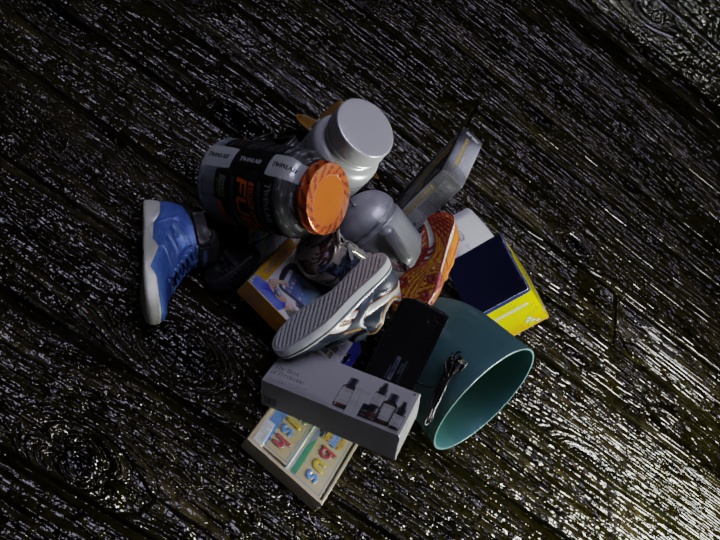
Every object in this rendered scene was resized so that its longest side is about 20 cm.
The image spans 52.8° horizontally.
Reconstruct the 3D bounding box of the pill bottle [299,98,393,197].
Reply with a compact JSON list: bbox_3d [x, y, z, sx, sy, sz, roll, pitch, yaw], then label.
[{"bbox_3d":[-0.041,-0.162,1.091,0.112,0.200,0.115,14,61,-27],"label":"pill bottle"}]

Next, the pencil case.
[{"bbox_3d":[0.000,0.000,1.076,0.199,0.089,0.079,24,63,-43],"label":"pencil case"}]

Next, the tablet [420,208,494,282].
[{"bbox_3d":[0.204,-0.049,1.431,0.131,0.014,0.199,51,42,9],"label":"tablet"}]

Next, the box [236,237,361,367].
[{"bbox_3d":[-0.072,0.061,1.059,0.200,0.041,0.119,44,43,-6],"label":"box"}]

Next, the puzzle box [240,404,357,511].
[{"bbox_3d":[-0.062,0.213,1.006,0.133,0.025,0.200,41,42,-3],"label":"puzzle box"}]

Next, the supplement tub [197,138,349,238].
[{"bbox_3d":[-0.121,-0.114,1.011,0.198,0.125,0.122,13,29,34],"label":"supplement tub"}]

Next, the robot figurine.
[{"bbox_3d":[0.036,-0.051,1.210,0.113,0.169,0.201,-43,108,-10],"label":"robot figurine"}]

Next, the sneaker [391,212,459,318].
[{"bbox_3d":[0.106,0.008,1.084,0.072,0.078,0.202,12,58,30],"label":"sneaker"}]

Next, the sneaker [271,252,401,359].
[{"bbox_3d":[-0.024,0.068,0.989,0.080,0.199,0.078,58,-11,-30],"label":"sneaker"}]

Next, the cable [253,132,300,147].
[{"bbox_3d":[-0.138,-0.186,1.149,0.097,0.198,0.051,-42,117,-29],"label":"cable"}]

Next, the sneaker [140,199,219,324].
[{"bbox_3d":[-0.247,-0.014,1.006,0.109,0.077,0.202,3,48,-19],"label":"sneaker"}]

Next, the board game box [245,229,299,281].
[{"bbox_3d":[-0.110,-0.039,1.138,0.133,0.034,0.203,14,61,-28],"label":"board game box"}]

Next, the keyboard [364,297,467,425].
[{"bbox_3d":[0.069,0.147,1.000,0.126,0.202,0.021,27,0,24],"label":"keyboard"}]

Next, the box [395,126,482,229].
[{"bbox_3d":[0.124,-0.147,1.310,0.048,0.200,0.159,39,43,-8],"label":"box"}]

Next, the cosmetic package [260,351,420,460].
[{"bbox_3d":[-0.027,0.169,0.959,0.197,0.051,0.083,19,37,16],"label":"cosmetic package"}]

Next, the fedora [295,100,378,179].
[{"bbox_3d":[-0.024,-0.248,1.312,0.199,0.082,0.201,36,12,-9],"label":"fedora"}]

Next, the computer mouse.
[{"bbox_3d":[-0.145,-0.035,1.067,0.059,0.199,0.034,44,-11,48],"label":"computer mouse"}]

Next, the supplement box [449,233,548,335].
[{"bbox_3d":[0.240,0.037,1.252,0.200,0.108,0.110,36,28,-61],"label":"supplement box"}]

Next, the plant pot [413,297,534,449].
[{"bbox_3d":[0.135,0.140,1.099,0.199,0.203,0.161,-13,48,-43],"label":"plant pot"}]
